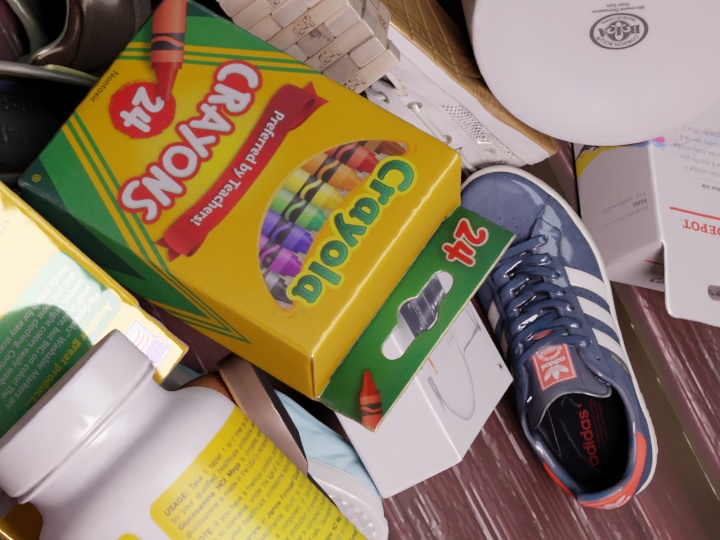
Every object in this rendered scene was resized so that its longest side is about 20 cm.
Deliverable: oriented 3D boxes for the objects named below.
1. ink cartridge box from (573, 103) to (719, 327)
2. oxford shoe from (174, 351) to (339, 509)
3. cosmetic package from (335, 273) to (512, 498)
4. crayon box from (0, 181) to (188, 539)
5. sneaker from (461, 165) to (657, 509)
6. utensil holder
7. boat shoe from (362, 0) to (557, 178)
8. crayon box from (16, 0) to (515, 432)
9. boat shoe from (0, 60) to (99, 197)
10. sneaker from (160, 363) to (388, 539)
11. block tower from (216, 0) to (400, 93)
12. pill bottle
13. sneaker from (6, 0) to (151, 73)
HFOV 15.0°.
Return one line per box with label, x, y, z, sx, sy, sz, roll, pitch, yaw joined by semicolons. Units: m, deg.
ink cartridge box;0.189;-0.053;1.623;0.116;0.067;0.201;12;65;-38
oxford shoe;-0.035;0.138;1.297;0.071;0.071;0.201;-30;97;0
cosmetic package;0.000;0.000;1.409;0.201;0.051;0.151;61;16;-6
crayon box;-0.193;0.019;1.240;0.200;0.052;0.126;42;80;-21
sneaker;0.106;0.038;1.496;0.201;0.075;0.085;63;16;-3
utensil holder;0.129;-0.187;1.504;0.170;0.170;0.201;34;29;-27
boat shoe;0.029;-0.101;1.479;0.200;0.069;0.071;38;29;-44
crayon box;-0.042;-0.030;1.270;0.199;0.051;0.127;30;67;15
boat shoe;-0.196;-0.069;1.297;0.201;0.060;0.073;0;75;-41
sneaker;-0.078;0.081;1.355;0.200;0.074;0.082;34;19;-19
block tower;-0.062;-0.170;1.353;0.200;0.054;0.058;50;18;-17
pill bottle;-0.068;0.126;1.206;0.200;0.112;0.112;46;49;-5
sneaker;-0.171;-0.191;1.358;0.075;0.070;0.201;-28;93;-42
